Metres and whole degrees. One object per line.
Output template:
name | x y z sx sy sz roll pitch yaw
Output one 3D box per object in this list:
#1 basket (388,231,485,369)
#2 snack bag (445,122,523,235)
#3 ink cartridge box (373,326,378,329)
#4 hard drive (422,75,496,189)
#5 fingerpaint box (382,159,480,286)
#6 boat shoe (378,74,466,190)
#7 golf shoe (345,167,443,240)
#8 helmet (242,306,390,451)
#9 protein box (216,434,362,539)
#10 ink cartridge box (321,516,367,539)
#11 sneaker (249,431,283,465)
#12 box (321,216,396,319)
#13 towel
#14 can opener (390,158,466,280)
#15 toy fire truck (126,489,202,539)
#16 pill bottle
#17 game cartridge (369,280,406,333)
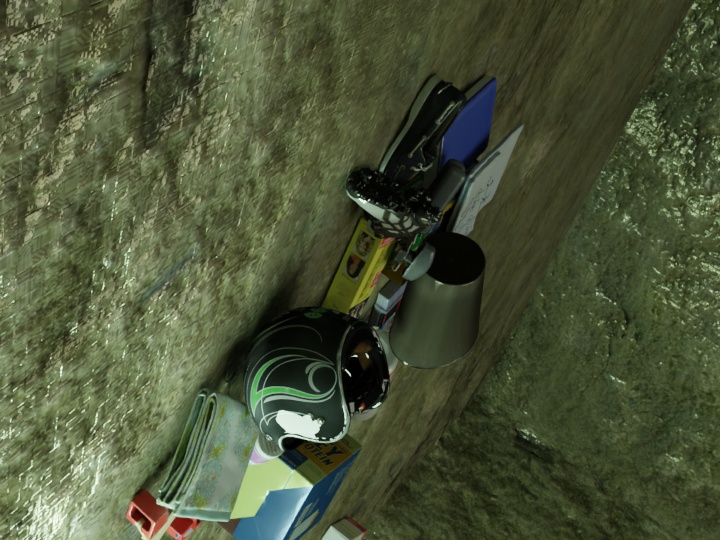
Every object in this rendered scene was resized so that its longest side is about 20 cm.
basket | 0.138 0.043 1.666 0.179 0.136 0.201 -31 150 -29
snack bag | 0.207 -0.137 1.704 0.200 0.021 0.190 -45 160 -42
ink cartridge box | -0.041 0.142 1.605 0.115 0.068 0.200 -23 172 21
hard drive | 0.159 -0.211 1.584 0.200 0.025 0.133 -45 148 -45
fingerpaint box | 0.118 -0.092 1.696 0.200 0.073 0.168 -38 157 -47
boat shoe | 0.085 -0.179 1.437 0.075 0.060 0.201 -31 151 -56
golf shoe | 0.033 -0.081 1.418 0.094 0.078 0.199 -38 148 26
helmet | -0.073 0.153 1.408 0.199 0.189 0.203 18 69 -59
protein box | -0.130 0.389 1.833 0.200 0.134 0.200 -62 163 22
ink cartridge box | -0.072 0.851 3.070 0.146 0.083 0.200 -56 165 4
sneaker | -0.134 0.240 1.673 0.201 0.073 0.114 -51 -175 -35
box | 0.000 0.000 1.573 0.075 0.050 0.201 -30 150 -55
towel | -0.203 0.263 1.408 0.173 0.048 0.200 -69 161 -10
can opener | 0.111 -0.073 1.531 0.201 0.066 0.054 -56 -167 25
toy fire truck | -0.281 0.358 1.475 0.141 0.049 0.201 -43 161 -37
pill bottle | 0.006 0.202 1.904 0.110 0.109 0.201 -45 162 -31
game cartridge | 0.063 0.076 1.961 0.130 0.038 0.201 -49 164 -35
